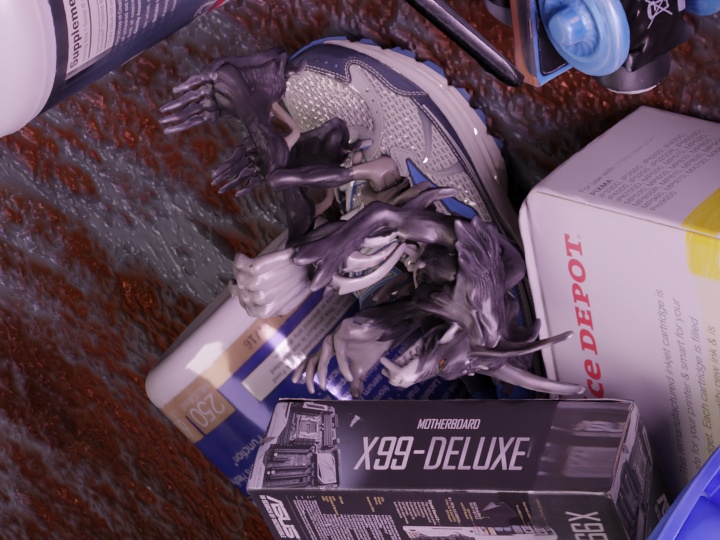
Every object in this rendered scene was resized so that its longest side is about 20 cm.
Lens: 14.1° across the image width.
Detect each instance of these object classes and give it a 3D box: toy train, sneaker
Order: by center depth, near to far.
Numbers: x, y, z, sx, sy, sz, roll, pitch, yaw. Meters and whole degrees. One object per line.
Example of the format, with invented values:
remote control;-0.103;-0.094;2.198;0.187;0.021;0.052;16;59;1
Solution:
toy train;0.078;-0.164;1.094;0.114;0.086;0.201;30;140;43
sneaker;0.027;-0.016;1.258;0.200;0.085;0.077;49;143;10

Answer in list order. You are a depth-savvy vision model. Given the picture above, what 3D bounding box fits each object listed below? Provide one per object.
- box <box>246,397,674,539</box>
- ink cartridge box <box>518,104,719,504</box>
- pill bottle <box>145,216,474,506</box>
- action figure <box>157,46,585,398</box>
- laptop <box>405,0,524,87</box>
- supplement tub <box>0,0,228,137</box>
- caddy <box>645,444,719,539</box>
box;0.061;0.135;1.202;0.157;0.050;0.200;-2;136;26
ink cartridge box;0.171;0.031;1.134;0.199;0.083;0.146;17;130;39
pill bottle;0.009;0.082;1.318;0.200;0.116;0.116;45;144;-4
action figure;0.000;0.000;1.170;0.200;0.102;0.119;45;169;37
laptop;0.005;-0.191;1.122;0.200;0.116;0.187;39;-173;-16
supplement tub;-0.150;-0.142;1.259;0.140;0.200;0.141;29;136;31
caddy;0.142;0.141;1.067;0.105;0.141;0.201;27;137;24
